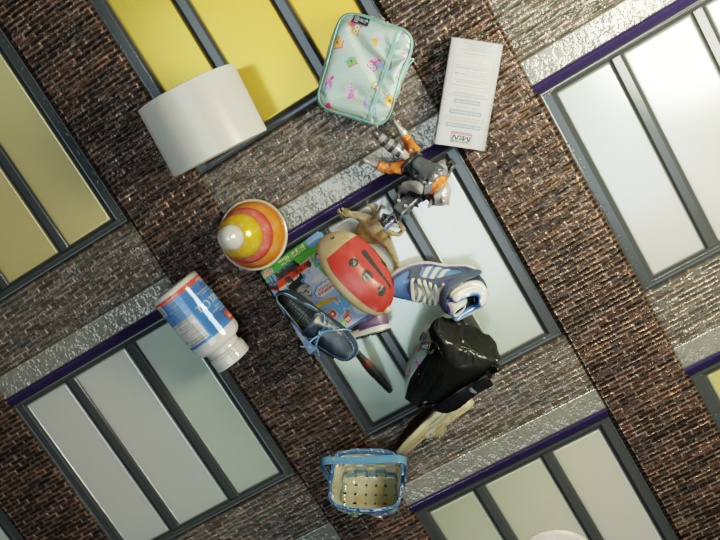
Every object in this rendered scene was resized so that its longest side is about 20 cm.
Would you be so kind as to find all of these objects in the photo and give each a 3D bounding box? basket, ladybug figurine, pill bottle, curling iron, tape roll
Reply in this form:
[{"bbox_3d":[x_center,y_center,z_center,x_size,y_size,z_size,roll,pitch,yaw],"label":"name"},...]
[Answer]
[{"bbox_3d":[0.016,0.438,1.659,0.176,0.139,0.200,-2,139,8],"label":"basket"},{"bbox_3d":[0.000,0.000,1.559,0.200,0.136,0.072,50,128,1],"label":"ladybug figurine"},{"bbox_3d":[-0.325,0.109,1.642,0.112,0.112,0.200,-36,100,12],"label":"pill bottle"},{"bbox_3d":[0.006,0.200,1.648,0.050,0.026,0.200,-35,127,17],"label":"curling iron"},{"bbox_3d":[-0.297,-0.283,1.494,0.202,0.203,0.140,-25,102,10],"label":"tape roll"}]

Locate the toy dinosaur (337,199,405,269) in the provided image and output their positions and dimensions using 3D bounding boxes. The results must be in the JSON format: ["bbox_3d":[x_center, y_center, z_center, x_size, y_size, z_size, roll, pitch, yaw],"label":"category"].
[{"bbox_3d":[0.043,-0.080,1.604,0.101,0.058,0.200,-34,113,29],"label":"toy dinosaur"}]

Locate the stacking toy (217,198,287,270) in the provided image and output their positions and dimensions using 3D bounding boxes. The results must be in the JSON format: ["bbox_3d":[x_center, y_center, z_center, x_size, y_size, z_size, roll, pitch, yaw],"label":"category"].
[{"bbox_3d":[-0.233,-0.070,1.537,0.146,0.200,0.147,0,92,9],"label":"stacking toy"}]

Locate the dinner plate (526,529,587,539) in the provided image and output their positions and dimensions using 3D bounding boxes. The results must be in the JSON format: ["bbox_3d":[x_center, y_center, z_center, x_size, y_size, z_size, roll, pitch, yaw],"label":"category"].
[{"bbox_3d":[0.442,0.675,1.773,0.199,0.024,0.201,1,104,5],"label":"dinner plate"}]

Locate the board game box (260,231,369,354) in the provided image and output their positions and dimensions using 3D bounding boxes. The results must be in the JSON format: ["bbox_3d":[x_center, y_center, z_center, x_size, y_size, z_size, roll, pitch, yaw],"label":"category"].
[{"bbox_3d":[-0.091,0.046,1.610,0.151,0.037,0.200,-35,79,10],"label":"board game box"}]

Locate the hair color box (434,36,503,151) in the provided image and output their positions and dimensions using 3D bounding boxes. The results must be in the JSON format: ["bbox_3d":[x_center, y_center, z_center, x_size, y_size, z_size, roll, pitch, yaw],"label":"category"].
[{"bbox_3d":[0.205,-0.337,1.513,0.099,0.061,0.201,9,104,3],"label":"hair color box"}]

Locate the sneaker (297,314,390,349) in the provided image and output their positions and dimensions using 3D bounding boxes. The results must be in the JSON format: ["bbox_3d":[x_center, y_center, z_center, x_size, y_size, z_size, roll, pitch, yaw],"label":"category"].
[{"bbox_3d":[-0.041,0.108,1.652,0.199,0.076,0.088,-16,83,8],"label":"sneaker"}]

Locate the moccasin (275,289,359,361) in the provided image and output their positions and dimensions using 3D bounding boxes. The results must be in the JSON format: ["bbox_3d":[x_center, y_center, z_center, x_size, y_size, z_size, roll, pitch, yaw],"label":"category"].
[{"bbox_3d":[-0.095,0.113,1.551,0.200,0.068,0.081,33,95,14],"label":"moccasin"}]

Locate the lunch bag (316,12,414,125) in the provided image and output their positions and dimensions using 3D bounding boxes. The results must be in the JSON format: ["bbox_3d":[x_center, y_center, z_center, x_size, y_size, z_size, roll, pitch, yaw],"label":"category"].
[{"bbox_3d":[0.013,-0.385,1.506,0.160,0.077,0.201,19,105,0],"label":"lunch bag"}]

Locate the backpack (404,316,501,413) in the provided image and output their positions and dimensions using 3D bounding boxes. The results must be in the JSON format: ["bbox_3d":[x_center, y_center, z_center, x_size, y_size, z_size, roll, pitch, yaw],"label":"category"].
[{"bbox_3d":[0.171,0.194,1.591,0.166,0.127,0.200,26,129,-6],"label":"backpack"}]

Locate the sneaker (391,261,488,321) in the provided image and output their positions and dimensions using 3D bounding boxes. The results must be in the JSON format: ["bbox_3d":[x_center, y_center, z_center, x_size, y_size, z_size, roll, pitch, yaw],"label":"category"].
[{"bbox_3d":[0.152,0.045,1.563,0.199,0.147,0.081,-4,116,1],"label":"sneaker"}]

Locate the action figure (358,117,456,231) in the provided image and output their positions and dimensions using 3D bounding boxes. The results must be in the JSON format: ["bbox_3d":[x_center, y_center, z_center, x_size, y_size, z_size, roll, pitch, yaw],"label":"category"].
[{"bbox_3d":[0.087,-0.178,1.519,0.193,0.105,0.200,37,76,12],"label":"action figure"}]

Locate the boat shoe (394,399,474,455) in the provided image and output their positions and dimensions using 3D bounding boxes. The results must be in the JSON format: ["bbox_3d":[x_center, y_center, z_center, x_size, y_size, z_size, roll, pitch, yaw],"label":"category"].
[{"bbox_3d":[0.156,0.330,1.684,0.065,0.072,0.200,43,98,-6],"label":"boat shoe"}]
